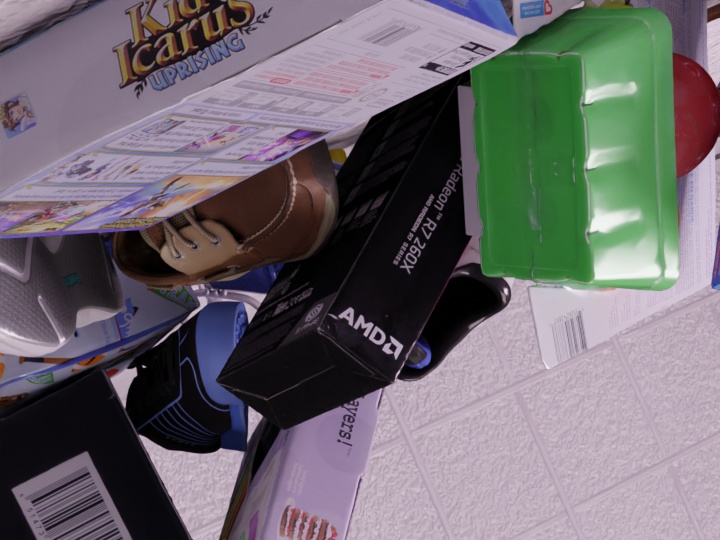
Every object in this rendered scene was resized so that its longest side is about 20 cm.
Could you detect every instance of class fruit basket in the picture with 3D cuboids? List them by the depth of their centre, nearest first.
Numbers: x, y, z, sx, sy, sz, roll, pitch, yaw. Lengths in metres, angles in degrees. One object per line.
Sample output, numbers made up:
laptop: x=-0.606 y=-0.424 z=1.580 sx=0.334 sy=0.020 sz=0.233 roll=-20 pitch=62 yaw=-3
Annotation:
fruit basket: x=0.125 y=-0.064 z=0.877 sx=0.094 sy=0.186 sz=0.200 roll=3 pitch=-166 yaw=30

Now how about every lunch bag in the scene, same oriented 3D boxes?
lunch bag: x=-0.189 y=0.039 z=1.111 sx=0.160 sy=0.076 sz=0.200 roll=-24 pitch=176 yaw=-28

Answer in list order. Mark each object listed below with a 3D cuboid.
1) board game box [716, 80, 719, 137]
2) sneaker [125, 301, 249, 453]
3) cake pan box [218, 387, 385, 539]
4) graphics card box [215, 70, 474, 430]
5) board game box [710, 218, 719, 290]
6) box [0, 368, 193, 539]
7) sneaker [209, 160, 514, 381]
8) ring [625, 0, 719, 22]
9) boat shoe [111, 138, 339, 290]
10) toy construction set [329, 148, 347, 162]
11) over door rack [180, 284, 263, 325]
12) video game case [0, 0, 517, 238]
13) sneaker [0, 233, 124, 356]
board game box: x=0.316 y=-0.148 z=1.098 sx=0.200 sy=0.062 sz=0.200 roll=-10 pitch=-152 yaw=37
sneaker: x=-0.107 y=0.071 z=1.089 sx=0.078 sy=0.070 sz=0.200 roll=1 pitch=158 yaw=-4
cake pan box: x=-0.043 y=0.138 z=1.066 sx=0.184 sy=0.052 sz=0.200 roll=123 pitch=-14 yaw=-49
graphics card box: x=0.013 y=-0.021 z=0.900 sx=0.125 sy=0.051 sz=0.200 roll=-29 pitch=-153 yaw=57
board game box: x=0.222 y=-0.091 z=0.870 sx=0.045 sy=0.200 sz=0.134 roll=10 pitch=174 yaw=-2
box: x=-0.183 y=0.161 z=1.116 sx=0.107 sy=0.149 sz=0.200 roll=-27 pitch=177 yaw=-18
sneaker: x=0.001 y=0.000 z=1.004 sx=0.199 sy=0.081 sz=0.115 roll=-2 pitch=-136 yaw=14
ring: x=0.232 y=-0.178 z=1.048 sx=0.200 sy=0.019 sz=0.200 roll=-24 pitch=177 yaw=-1
boat shoe: x=-0.073 y=-0.027 z=0.886 sx=0.074 sy=0.076 sz=0.200 roll=-18 pitch=173 yaw=-25
toy construction set: x=0.062 y=-0.057 z=1.132 sx=0.131 sy=0.092 sz=0.200 roll=-29 pitch=175 yaw=38
over door rack: x=-0.010 y=0.010 z=1.192 sx=0.200 sy=0.067 sz=0.148 roll=-5 pitch=-161 yaw=8
video game case: x=-0.050 y=-0.068 z=0.639 sx=0.181 sy=0.046 sz=0.200 roll=-26 pitch=176 yaw=15
sneaker: x=-0.177 y=0.015 z=0.864 sx=0.080 sy=0.071 sz=0.200 roll=-21 pitch=177 yaw=8
